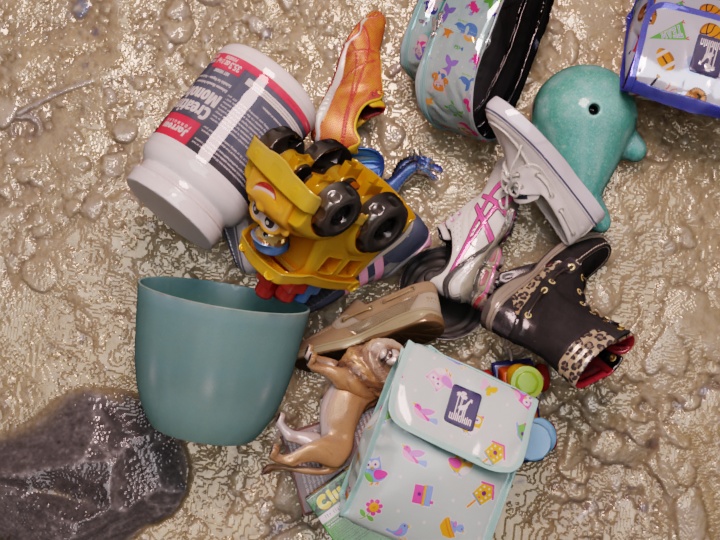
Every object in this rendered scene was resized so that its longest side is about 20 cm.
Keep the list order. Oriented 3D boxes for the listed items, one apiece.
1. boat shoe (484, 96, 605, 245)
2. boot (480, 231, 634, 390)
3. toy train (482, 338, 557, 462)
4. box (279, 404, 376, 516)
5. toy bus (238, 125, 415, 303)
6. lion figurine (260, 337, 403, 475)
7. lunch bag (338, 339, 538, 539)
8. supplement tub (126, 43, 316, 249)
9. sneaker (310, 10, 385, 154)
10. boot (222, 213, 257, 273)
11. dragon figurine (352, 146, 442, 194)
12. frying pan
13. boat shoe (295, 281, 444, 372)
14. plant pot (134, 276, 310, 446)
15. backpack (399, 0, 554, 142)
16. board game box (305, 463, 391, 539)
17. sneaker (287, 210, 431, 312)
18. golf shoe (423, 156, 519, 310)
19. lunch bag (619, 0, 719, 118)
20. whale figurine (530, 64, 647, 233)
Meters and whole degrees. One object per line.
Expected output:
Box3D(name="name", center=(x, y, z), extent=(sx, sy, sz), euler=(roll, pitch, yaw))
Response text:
Box3D(name="boat shoe", center=(0.192, -0.103, 1.357), extent=(0.086, 0.075, 0.202), euler=(-44, 116, 1))
Box3D(name="boot", center=(0.255, 0.045, 1.370), extent=(0.199, 0.074, 0.150), euler=(-29, 50, -28))
Box3D(name="toy train", center=(0.186, 0.126, 1.387), extent=(0.083, 0.116, 0.203), euler=(-6, 84, -2))
Box3D(name="box", center=(0.013, 0.210, 1.400), extent=(0.197, 0.075, 0.101), euler=(-17, 84, -1))
Box3D(name="toy bus", center=(-0.067, -0.042, 1.307), extent=(0.136, 0.199, 0.193), euler=(46, 110, 29))
Box3D(name="lion figurine", center=(-0.024, 0.161, 1.342), extent=(0.121, 0.072, 0.202), euler=(25, 90, -11))
Box3D(name="lunch bag", center=(0.085, 0.195, 1.278), extent=(0.169, 0.122, 0.202), euler=(23, 93, -2))
Box3D(name="supplement tub", center=(-0.156, -0.141, 1.338), extent=(0.140, 0.140, 0.201), euler=(36, 76, 3))
Box3D(name="sneaker", center=(0.000, -0.225, 1.434), extent=(0.076, 0.073, 0.202), euler=(18, 68, -1))
Box3D(name="boot", center=(-0.181, -0.085, 1.435), extent=(0.089, 0.073, 0.203), euler=(-14, 76, 3))
Box3D(name="dragon figurine", center=(-0.002, -0.115, 1.439), extent=(0.197, 0.059, 0.101), euler=(12, 84, 0))
Box3D(name="frying pan", center=(0.131, 0.007, 1.442), extent=(0.189, 0.031, 0.115), euler=(-35, 81, -15))
Box3D(name="boat shoe", center=(0.007, 0.070, 1.405), extent=(0.198, 0.071, 0.065), euler=(-19, 59, 20))
Box3D(name="plant pot", center=(-0.167, 0.106, 1.353), extent=(0.198, 0.201, 0.163), euler=(10, 95, 1))
Box3D(name="backpack", center=(0.134, -0.260, 1.400), extent=(0.149, 0.177, 0.203), euler=(14, 88, 23))
Box3D(name="board game box", center=(0.046, 0.244, 1.351), extent=(0.199, 0.023, 0.105), euler=(-35, 92, -3))
Box3D(name="sneaker", center=(0.000, 0.000, 1.419), extent=(0.199, 0.082, 0.071), euler=(-32, 54, 22))
Box3D(name="golf shoe", center=(0.140, -0.056, 1.415), extent=(0.091, 0.073, 0.202), euler=(19, 68, 5))
Box3D(name="lunch bag", center=(0.398, -0.259, 1.387), extent=(0.168, 0.125, 0.201), euler=(17, 49, 4))
Box3D(name="whale figurine", center=(0.270, -0.148, 1.423), extent=(0.157, 0.104, 0.203), euler=(4, 87, -1))
